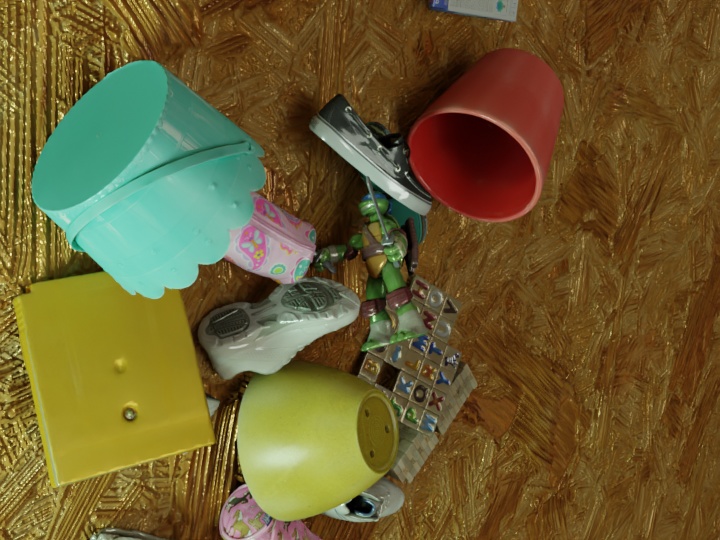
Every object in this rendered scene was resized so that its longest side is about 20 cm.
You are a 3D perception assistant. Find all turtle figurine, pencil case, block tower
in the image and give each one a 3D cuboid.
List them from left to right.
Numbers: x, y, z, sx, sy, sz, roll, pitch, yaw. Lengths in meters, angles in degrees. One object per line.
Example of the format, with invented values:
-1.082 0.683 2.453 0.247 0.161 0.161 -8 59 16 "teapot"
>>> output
-0.135 -0.052 1.171 0.199 0.087 0.088 32 78 -48 "pencil case"
-0.103 0.358 1.347 0.083 0.086 0.201 -91 156 -43 "pencil case"
0.000 0.000 1.280 0.200 0.142 0.197 1 73 -72 "turtle figurine"
0.096 0.224 1.548 0.200 0.057 0.054 -51 134 -22 "block tower"

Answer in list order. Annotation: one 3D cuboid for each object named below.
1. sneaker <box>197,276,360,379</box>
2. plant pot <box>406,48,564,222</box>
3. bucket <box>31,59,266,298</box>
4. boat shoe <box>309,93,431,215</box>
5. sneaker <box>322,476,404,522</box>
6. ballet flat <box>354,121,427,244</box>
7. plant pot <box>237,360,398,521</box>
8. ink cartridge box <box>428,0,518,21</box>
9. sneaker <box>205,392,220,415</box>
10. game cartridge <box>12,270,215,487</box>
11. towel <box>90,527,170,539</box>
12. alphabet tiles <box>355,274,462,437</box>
-0.094 0.075 1.245 0.197 0.078 0.100 -15 135 -8 "sneaker"
0.186 -0.198 1.423 0.178 0.198 0.202 -57 138 -34 "plant pot"
-0.208 -0.091 0.999 0.135 0.206 0.209 43 70 -40 "bucket"
0.026 -0.144 1.266 0.199 0.070 0.066 37 98 -25 "boat shoe"
0.003 0.329 1.453 0.199 0.086 0.076 15 90 -51 "sneaker"
0.044 -0.117 1.376 0.074 0.074 0.201 -51 138 -24 "ballet flat"
-0.037 0.205 1.274 0.199 0.140 0.203 22 64 -55 "plant pot"
0.154 -0.413 1.419 0.199 0.042 0.121 -9 109 -49 "ink cartridge box"
-0.239 0.160 1.138 0.199 0.070 0.081 24 87 -50 "sneaker"
-0.251 0.101 1.057 0.175 0.032 0.203 -10 81 -34 "game cartridge"
-0.263 0.379 1.210 0.200 0.034 0.134 36 77 -49 "towel"
0.080 0.118 1.488 0.166 0.008 0.202 30 75 -32 "alphabet tiles"
